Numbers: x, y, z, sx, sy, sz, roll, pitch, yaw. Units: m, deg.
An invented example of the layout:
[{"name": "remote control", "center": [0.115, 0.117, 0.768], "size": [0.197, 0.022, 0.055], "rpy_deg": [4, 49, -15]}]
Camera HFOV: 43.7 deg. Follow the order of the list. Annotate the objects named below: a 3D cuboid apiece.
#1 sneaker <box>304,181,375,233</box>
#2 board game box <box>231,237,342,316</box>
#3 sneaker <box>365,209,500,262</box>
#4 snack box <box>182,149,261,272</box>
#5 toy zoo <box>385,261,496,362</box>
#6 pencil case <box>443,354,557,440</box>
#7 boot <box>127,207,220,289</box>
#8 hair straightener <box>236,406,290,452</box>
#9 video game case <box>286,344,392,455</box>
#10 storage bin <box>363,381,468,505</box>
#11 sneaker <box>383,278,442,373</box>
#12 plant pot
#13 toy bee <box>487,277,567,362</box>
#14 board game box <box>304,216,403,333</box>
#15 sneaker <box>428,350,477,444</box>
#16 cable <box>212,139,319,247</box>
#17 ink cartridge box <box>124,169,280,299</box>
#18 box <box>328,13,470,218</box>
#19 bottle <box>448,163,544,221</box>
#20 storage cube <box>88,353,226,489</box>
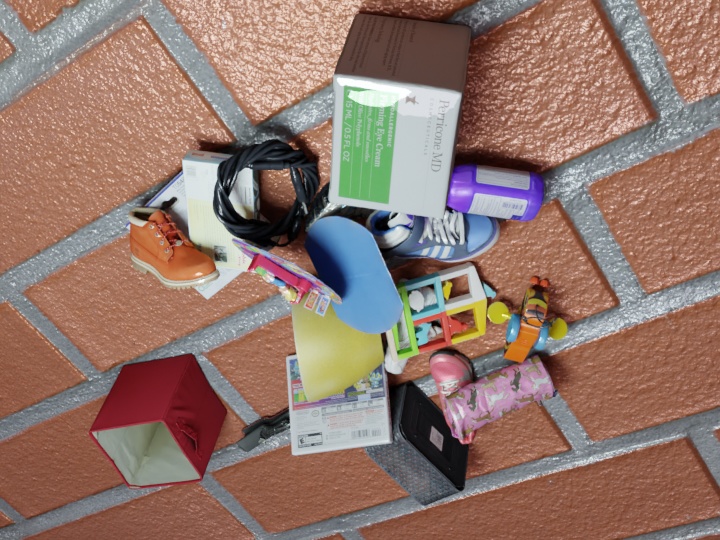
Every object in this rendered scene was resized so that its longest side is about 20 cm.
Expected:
[{"name": "sneaker", "center": [-0.012, -0.106, 1.420], "size": [0.086, 0.078, 0.199], "rpy_deg": [37, 127, -21]}, {"name": "board game box", "center": [-0.124, 0.017, 1.391], "size": [0.198, 0.039, 0.158], "rpy_deg": [22, 167, 32]}, {"name": "sneaker", "center": [0.105, -0.065, 1.379], "size": [0.196, 0.082, 0.146], "rpy_deg": [-5, 167, 20]}, {"name": "snack box", "center": [-0.221, -0.093, 1.452], "size": [0.114, 0.037, 0.203], "rpy_deg": [8, 127, 7]}, {"name": "toy zoo", "center": [0.134, 0.066, 1.504], "size": [0.196, 0.021, 0.133], "rpy_deg": [-15, 114, -6]}, {"name": "pencil case", "center": [0.241, 0.222, 1.571], "size": [0.197, 0.083, 0.088], "rpy_deg": [-22, 82, -3]}, {"name": "boot", "center": [-0.309, -0.039, 1.458], "size": [0.198, 0.075, 0.109], "rpy_deg": [19, 124, 33]}, {"name": "hair straightener", "center": [-0.173, 0.322, 1.792], "size": [0.198, 0.077, 0.041], "rpy_deg": [-27, 117, 30]}, {"name": "video game case", "center": [-0.041, 0.234, 1.645], "size": [0.197, 0.186, 0.023], "rpy_deg": [-11, 164, 22]}, {"name": "storage bin", "center": [0.108, 0.328, 1.693], "size": [0.093, 0.136, 0.200], "rpy_deg": [-31, 116, 31]}, {"name": "sneaker", "center": [0.095, 0.110, 1.567], "size": [0.097, 0.079, 0.202], "rpy_deg": [10, 130, 0]}, {"name": "plant pot", "center": [-0.034, 0.113, 1.537], "size": [0.139, 0.202, 0.203], "rpy_deg": [-9, 127, 2]}, {"name": "toy bee", "center": [0.291, 0.075, 1.490], "size": [0.129, 0.110, 0.200], "rpy_deg": [24, 155, -17]}, {"name": "board game box", "center": [0.000, 0.000, 1.400], "size": [0.157, 0.039, 0.203], "rpy_deg": [-10, 110, 47]}, {"name": "sneaker", "center": [0.178, 0.234, 1.635], "size": [0.073, 0.087, 0.202], "rpy_deg": [-13, 124, 21]}, {"name": "cable", "center": [-0.142, -0.121, 1.381], "size": [0.199, 0.051, 0.164], "rpy_deg": [28, 100, -48]}, {"name": "ink cartridge box", "center": [-0.268, -0.070, 1.529], "size": [0.198, 0.041, 0.200], "rpy_deg": [-34, 113, 31]}, {"name": "box", "center": [0.054, -0.214, 1.237], "size": [0.168, 0.202, 0.202], "rpy_deg": [8, 129, 4]}, {"name": "bottle", "center": [0.172, -0.122, 1.351], "size": [0.196, 0.066, 0.084], "rpy_deg": [8, 160, -1]}, {"name": "storage cube", "center": [-0.388, 0.296, 1.757], "size": [0.197, 0.181, 0.173], "rpy_deg": [-12, 125, 20]}]
